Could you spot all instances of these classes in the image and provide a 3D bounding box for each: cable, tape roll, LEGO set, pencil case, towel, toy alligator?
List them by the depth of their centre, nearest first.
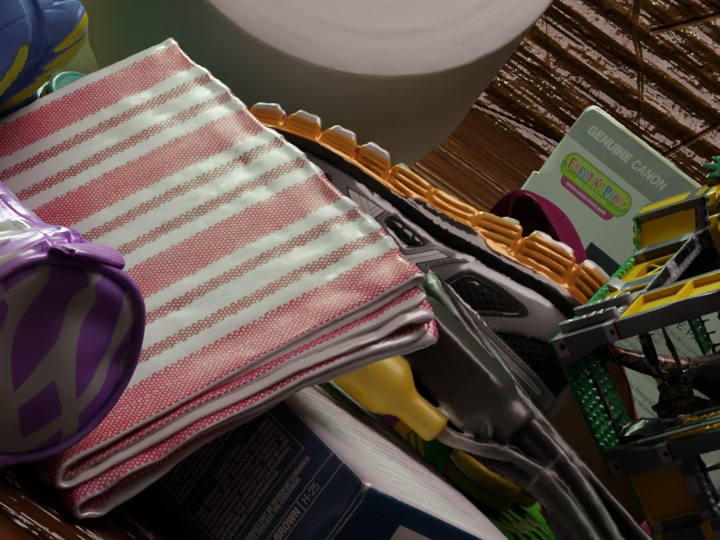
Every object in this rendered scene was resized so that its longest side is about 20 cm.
[{"bbox_3d":[-0.146,-0.019,0.988,0.084,0.086,0.200,17,20,-46],"label":"pencil case"},{"bbox_3d":[-0.081,-0.002,1.045,0.200,0.146,0.030,44,-26,46],"label":"towel"},{"bbox_3d":[0.050,0.068,1.077,0.200,0.050,0.097,48,15,11],"label":"cable"},{"bbox_3d":[0.169,0.053,1.127,0.154,0.116,0.201,-26,97,-57],"label":"LEGO set"},{"bbox_3d":[0.057,0.106,1.192,0.054,0.059,0.200,38,9,15],"label":"toy alligator"},{"bbox_3d":[-0.016,-0.150,1.323,0.202,0.203,0.139,35,-24,-2],"label":"tape roll"}]

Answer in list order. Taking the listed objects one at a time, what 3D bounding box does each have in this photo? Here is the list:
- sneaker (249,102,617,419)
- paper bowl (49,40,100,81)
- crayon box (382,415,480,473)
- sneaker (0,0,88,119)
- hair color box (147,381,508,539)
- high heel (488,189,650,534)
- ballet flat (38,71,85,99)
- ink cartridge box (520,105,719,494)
[{"bbox_3d":[0.000,0.000,1.167,0.199,0.077,0.078,25,-18,10],"label":"sneaker"},{"bbox_3d":[-0.088,-0.113,1.475,0.200,0.200,0.105,27,55,-45],"label":"paper bowl"},{"bbox_3d":[-0.022,0.018,1.373,0.200,0.058,0.172,39,9,23],"label":"crayon box"},{"bbox_3d":[-0.159,-0.090,1.111,0.083,0.071,0.200,63,-28,1],"label":"sneaker"},{"bbox_3d":[-0.039,0.058,1.072,0.100,0.061,0.200,30,10,-47],"label":"hair color box"},{"bbox_3d":[0.090,0.066,1.282,0.096,0.067,0.201,77,-8,-71],"label":"high heel"},{"bbox_3d":[-0.068,0.002,1.233,0.200,0.071,0.067,40,29,11],"label":"ballet flat"},{"bbox_3d":[0.142,0.046,1.472,0.200,0.176,0.084,43,11,37],"label":"ink cartridge box"}]
